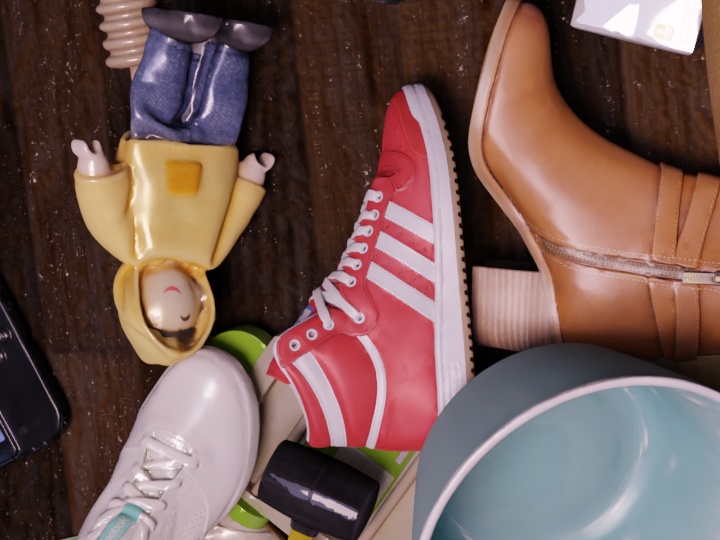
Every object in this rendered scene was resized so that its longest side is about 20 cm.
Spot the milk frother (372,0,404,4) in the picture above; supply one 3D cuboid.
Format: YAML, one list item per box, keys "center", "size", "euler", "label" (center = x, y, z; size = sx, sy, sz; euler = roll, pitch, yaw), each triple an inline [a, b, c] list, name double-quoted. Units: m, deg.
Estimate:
- center: [-0.031, -0.255, 0.892]
  size: [0.180, 0.200, 0.189]
  euler: [30, 108, 14]
  label: "milk frother"

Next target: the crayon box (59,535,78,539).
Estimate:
- center: [-0.164, 0.269, 1.118]
  size: [0.125, 0.052, 0.201]
  euler: [-15, 95, 20]
  label: "crayon box"

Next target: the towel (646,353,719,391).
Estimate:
- center: [0.195, 0.112, 0.987]
  size: [0.199, 0.022, 0.148]
  euler: [-4, 101, 17]
  label: "towel"

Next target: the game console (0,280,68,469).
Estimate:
- center: [-0.312, 0.073, 1.093]
  size: [0.199, 0.116, 0.177]
  euler: [-27, 91, 21]
  label: "game console"

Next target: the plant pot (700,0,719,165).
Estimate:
- center: [0.231, -0.147, 0.820]
  size: [0.185, 0.186, 0.201]
  euler: [-16, 97, 20]
  label: "plant pot"

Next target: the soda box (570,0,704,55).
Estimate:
- center: [0.164, -0.216, 0.907]
  size: [0.068, 0.064, 0.201]
  euler: [15, 104, 15]
  label: "soda box"

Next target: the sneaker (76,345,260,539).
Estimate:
- center: [-0.123, 0.139, 1.015]
  size: [0.075, 0.088, 0.201]
  euler: [28, 101, 15]
  label: "sneaker"

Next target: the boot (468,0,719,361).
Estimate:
- center: [0.138, -0.047, 0.950]
  size: [0.154, 0.074, 0.201]
  euler: [3, 108, 15]
  label: "boot"

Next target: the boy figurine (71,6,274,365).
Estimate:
- center: [-0.107, -0.046, 1.003]
  size: [0.064, 0.124, 0.201]
  euler: [15, 95, 55]
  label: "boy figurine"

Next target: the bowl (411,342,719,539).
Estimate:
- center: [0.107, 0.119, 0.915]
  size: [0.199, 0.105, 0.202]
  euler: [-7, 117, -14]
  label: "bowl"

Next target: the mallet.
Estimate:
- center: [-0.040, 0.198, 1.024]
  size: [0.065, 0.041, 0.201]
  euler: [15, 104, 12]
  label: "mallet"

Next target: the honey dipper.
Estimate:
- center: [-0.122, -0.068, 1.047]
  size: [0.038, 0.038, 0.201]
  euler: [-4, 102, 19]
  label: "honey dipper"

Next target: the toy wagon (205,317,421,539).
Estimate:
- center: [-0.020, 0.091, 1.042]
  size: [0.200, 0.040, 0.156]
  euler: [38, 109, 8]
  label: "toy wagon"

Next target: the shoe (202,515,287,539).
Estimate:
- center: [-0.061, 0.202, 1.069]
  size: [0.200, 0.053, 0.070]
  euler: [43, 110, 6]
  label: "shoe"

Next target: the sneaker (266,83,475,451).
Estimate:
- center: [0.000, 0.000, 0.970]
  size: [0.112, 0.071, 0.202]
  euler: [-5, 82, -1]
  label: "sneaker"
